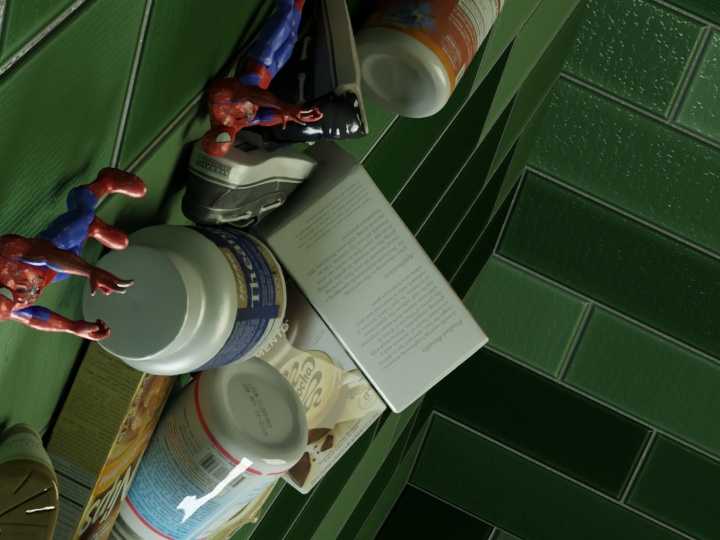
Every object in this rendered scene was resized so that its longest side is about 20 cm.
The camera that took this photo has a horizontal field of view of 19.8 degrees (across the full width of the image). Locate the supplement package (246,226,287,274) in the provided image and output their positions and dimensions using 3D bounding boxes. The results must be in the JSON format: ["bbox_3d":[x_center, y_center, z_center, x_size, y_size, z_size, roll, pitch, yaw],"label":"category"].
[{"bbox_3d":[-0.062,0.025,1.980,0.201,0.121,0.120,-65,171,7],"label":"supplement package"}]

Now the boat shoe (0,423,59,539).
[{"bbox_3d":[-0.262,0.208,1.500,0.063,0.073,0.202,-110,-150,-58],"label":"boat shoe"}]

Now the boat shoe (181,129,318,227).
[{"bbox_3d":[-0.093,-0.070,1.695,0.068,0.071,0.200,-69,168,13],"label":"boat shoe"}]

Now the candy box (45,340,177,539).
[{"bbox_3d":[-0.212,0.146,1.645,0.201,0.055,0.115,-67,171,10],"label":"candy box"}]

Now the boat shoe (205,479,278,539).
[{"bbox_3d":[-0.119,0.204,1.843,0.076,0.072,0.200,6,147,-38],"label":"boat shoe"}]

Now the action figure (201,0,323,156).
[{"bbox_3d":[-0.051,-0.160,1.621,0.201,0.098,0.065,-58,159,-25],"label":"action figure"}]

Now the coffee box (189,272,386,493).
[{"bbox_3d":[-0.076,0.090,1.831,0.113,0.080,0.200,-46,133,-11],"label":"coffee box"}]

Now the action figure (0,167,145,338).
[{"bbox_3d":[-0.172,-0.001,1.309,0.200,0.098,0.066,-42,155,-63],"label":"action figure"}]

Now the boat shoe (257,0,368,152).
[{"bbox_3d":[-0.049,-0.171,1.727,0.201,0.092,0.075,-97,174,-57],"label":"boat shoe"}]

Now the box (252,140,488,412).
[{"bbox_3d":[0.000,0.000,1.815,0.106,0.200,0.152,-38,-161,-2],"label":"box"}]

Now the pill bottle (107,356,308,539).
[{"bbox_3d":[-0.141,0.164,1.733,0.200,0.109,0.109,-41,-174,34],"label":"pill bottle"}]

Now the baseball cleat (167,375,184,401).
[{"bbox_3d":[-0.179,0.162,1.842,0.107,0.069,0.200,-54,164,-21],"label":"baseball cleat"}]

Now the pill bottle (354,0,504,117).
[{"bbox_3d":[0.074,-0.256,2.039,0.201,0.112,0.112,-60,170,-32],"label":"pill bottle"}]

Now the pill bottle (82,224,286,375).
[{"bbox_3d":[-0.134,0.021,1.558,0.112,0.110,0.200,-66,167,7],"label":"pill bottle"}]
